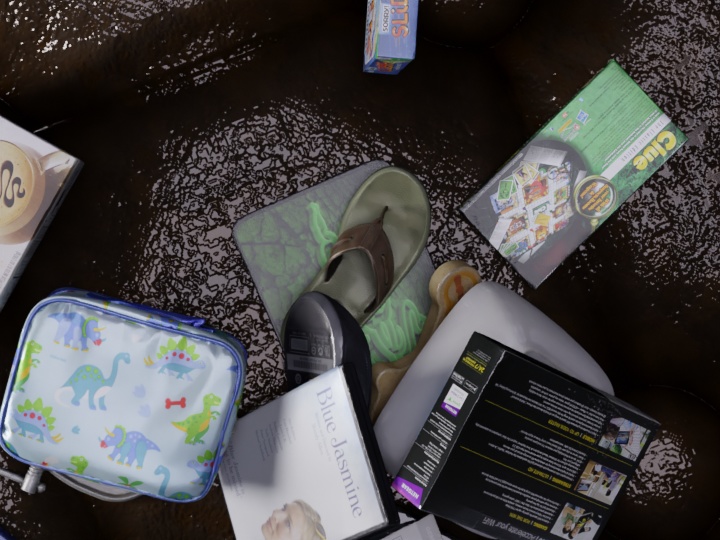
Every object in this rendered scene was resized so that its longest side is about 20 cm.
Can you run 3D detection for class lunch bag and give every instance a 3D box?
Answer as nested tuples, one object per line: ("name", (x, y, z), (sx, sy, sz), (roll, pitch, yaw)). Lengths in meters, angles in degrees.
("lunch bag", (-0.203, 0.106, 1.551), (0.200, 0.082, 0.161), (15, 95, -3))

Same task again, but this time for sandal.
("sandal", (0.000, 0.001, 1.596), (0.080, 0.057, 0.201), (30, 90, -2))

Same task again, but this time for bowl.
("bowl", (0.130, 0.135, 1.563), (0.200, 0.075, 0.200), (39, 85, -36))

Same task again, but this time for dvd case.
("dvd case", (-0.053, 0.179, 1.536), (0.018, 0.200, 0.143), (-3, 70, -44))

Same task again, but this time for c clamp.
("c clamp", (-0.242, 0.121, 1.603), (0.171, 0.027, 0.200), (28, 89, -4))

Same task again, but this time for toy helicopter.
("toy helicopter", (0.071, 0.086, 1.591), (0.132, 0.079, 0.200), (7, 111, -30))

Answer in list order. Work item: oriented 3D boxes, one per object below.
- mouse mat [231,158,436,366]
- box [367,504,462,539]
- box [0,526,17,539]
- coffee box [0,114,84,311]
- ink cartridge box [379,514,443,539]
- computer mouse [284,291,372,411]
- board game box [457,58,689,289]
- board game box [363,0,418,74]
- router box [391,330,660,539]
("mouse mat", (-0.010, 0.016, 1.629), (0.161, 0.008, 0.200), (-24, 93, -3))
("box", (0.048, 0.312, 1.616), (0.200, 0.046, 0.159), (30, 88, -5))
("box", (-0.411, 0.236, 1.589), (0.200, 0.032, 0.121), (40, 88, -5))
("coffee box", (-0.342, -0.037, 1.566), (0.113, 0.080, 0.200), (30, 88, -5))
("ink cartridge box", (0.001, 0.327, 1.576), (0.200, 0.050, 0.161), (-24, 93, -23))
("computer mouse", (-0.028, 0.116, 1.565), (0.053, 0.138, 0.200), (-3, 99, -36))
("board game box", (0.195, -0.088, 1.634), (0.200, 0.023, 0.105), (-43, 91, -2))
("board game box", (0.031, -0.279, 1.563), (0.034, 0.135, 0.200), (4, 90, -5))
("router box", (0.142, 0.155, 1.500), (0.200, 0.051, 0.149), (26, 94, -35))
